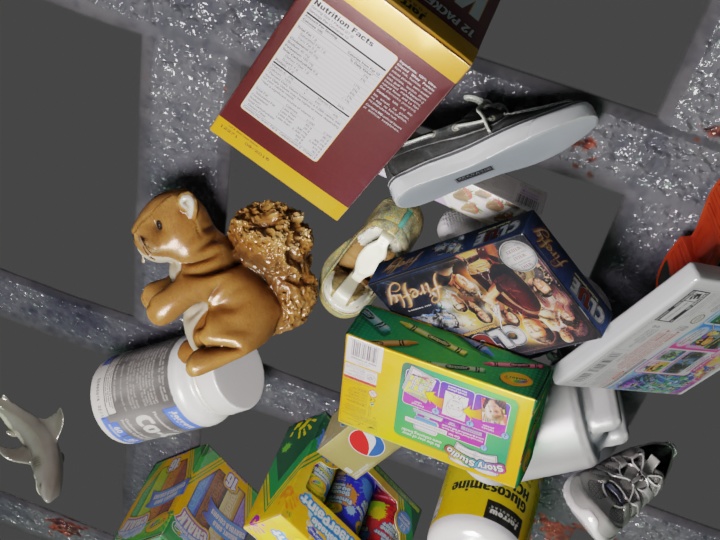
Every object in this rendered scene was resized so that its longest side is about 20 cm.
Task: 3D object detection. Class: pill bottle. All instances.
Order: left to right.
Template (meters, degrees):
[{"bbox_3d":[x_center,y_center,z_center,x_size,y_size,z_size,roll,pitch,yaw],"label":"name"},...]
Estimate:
[{"bbox_3d":[-0.221,0.139,1.376,0.199,0.114,0.114,-17,121,33],"label":"pill bottle"},{"bbox_3d":[0.140,0.283,1.291,0.112,0.201,0.113,11,133,12],"label":"pill bottle"}]

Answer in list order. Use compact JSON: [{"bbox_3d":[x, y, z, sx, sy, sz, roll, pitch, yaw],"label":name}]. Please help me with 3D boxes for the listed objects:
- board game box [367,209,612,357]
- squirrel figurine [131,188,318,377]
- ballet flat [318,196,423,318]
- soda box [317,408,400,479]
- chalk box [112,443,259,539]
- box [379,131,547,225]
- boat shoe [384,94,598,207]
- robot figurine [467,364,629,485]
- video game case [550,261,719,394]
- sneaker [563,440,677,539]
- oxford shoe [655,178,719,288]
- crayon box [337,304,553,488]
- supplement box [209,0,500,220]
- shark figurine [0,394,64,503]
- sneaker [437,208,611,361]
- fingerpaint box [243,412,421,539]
[{"bbox_3d":[0.120,0.027,1.088,0.199,0.035,0.136,-19,121,45],"label":"board game box"},{"bbox_3d":[-0.145,-0.009,1.218,0.199,0.142,0.188,-23,96,-4],"label":"squirrel figurine"},{"bbox_3d":[0.000,0.000,1.197,0.070,0.071,0.200,32,134,-6],"label":"ballet flat"},{"bbox_3d":[0.034,0.164,1.323,0.064,0.068,0.200,36,133,-10],"label":"soda box"},{"bbox_3d":[-0.240,0.355,1.510,0.124,0.201,0.124,-24,117,36],"label":"chalk box"},{"bbox_3d":[0.083,-0.092,1.102,0.199,0.042,0.039,24,134,0],"label":"box"},{"bbox_3d":[0.114,-0.123,1.039,0.198,0.069,0.074,-22,162,15],"label":"boat shoe"},{"bbox_3d":[0.182,0.166,1.219,0.199,0.114,0.170,-14,143,16],"label":"robot figurine"},{"bbox_3d":[0.310,0.062,1.086,0.181,0.024,0.200,7,144,-33],"label":"video game case"},{"bbox_3d":[0.278,0.221,1.206,0.075,0.200,0.082,50,119,10],"label":"sneaker"},{"bbox_3d":[0.350,-0.034,1.035,0.072,0.072,0.200,12,140,-16],"label":"oxford shoe"},{"bbox_3d":[0.080,0.124,1.127,0.199,0.058,0.119,18,128,16],"label":"crayon box"},{"bbox_3d":[0.007,-0.192,0.936,0.132,0.198,0.200,35,134,-10],"label":"supplement box"},{"bbox_3d":[-0.461,0.210,1.580,0.089,0.128,0.215,-44,87,17],"label":"shark figurine"},{"bbox_3d":[0.146,0.025,1.152,0.199,0.076,0.114,32,134,-6],"label":"sneaker"},{"bbox_3d":[-0.028,0.306,1.404,0.073,0.167,0.200,-27,115,37],"label":"fingerpaint box"}]
